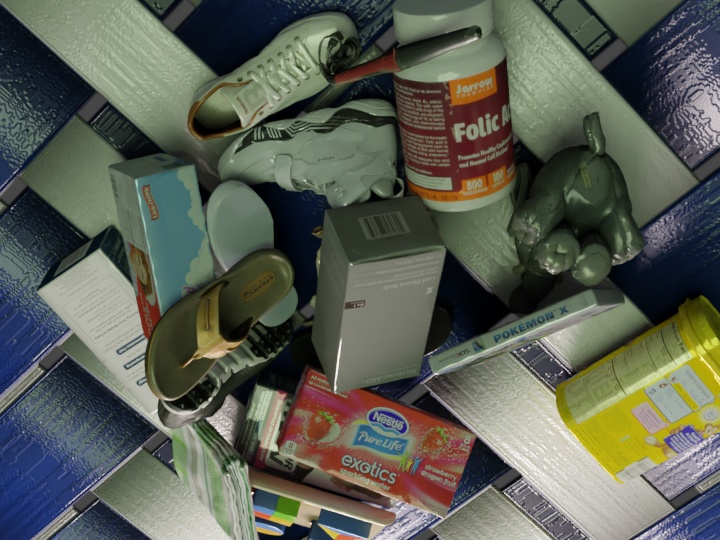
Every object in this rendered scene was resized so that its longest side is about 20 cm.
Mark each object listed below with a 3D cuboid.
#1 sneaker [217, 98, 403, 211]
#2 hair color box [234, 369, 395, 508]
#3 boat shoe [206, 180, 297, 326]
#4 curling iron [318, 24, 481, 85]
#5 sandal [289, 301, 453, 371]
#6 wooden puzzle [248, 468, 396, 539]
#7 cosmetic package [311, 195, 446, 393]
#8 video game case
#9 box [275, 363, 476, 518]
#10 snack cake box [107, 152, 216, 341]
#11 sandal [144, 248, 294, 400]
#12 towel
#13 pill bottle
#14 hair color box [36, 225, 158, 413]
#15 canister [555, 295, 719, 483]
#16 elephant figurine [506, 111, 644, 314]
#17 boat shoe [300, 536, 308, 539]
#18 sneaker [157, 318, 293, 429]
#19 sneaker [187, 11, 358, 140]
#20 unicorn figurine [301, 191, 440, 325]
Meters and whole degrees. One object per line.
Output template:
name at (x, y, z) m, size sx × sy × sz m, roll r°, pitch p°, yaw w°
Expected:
sneaker at (-0.049, -0.096, 1.256) m, size 0.198 × 0.116 × 0.075 m, roll -16°, pitch 157°, yaw 11°
hair color box at (-0.040, 0.197, 1.438) m, size 0.198 × 0.061 × 0.101 m, roll 17°, pitch 101°, yaw -5°
boat shoe at (-0.129, -0.031, 1.323) m, size 0.074 × 0.086 × 0.203 m, roll -37°, pitch 138°, yaw -12°
curling iron at (0.030, -0.205, 1.140) m, size 0.199 × 0.025 × 0.050 m, roll 1°, pitch 112°, yaw 45°
sandal at (0.013, 0.086, 1.401) m, size 0.198 × 0.045 × 0.076 m, roll -15°, pitch 117°, yaw 13°
wooden puzzle at (-0.066, 0.294, 1.461) m, size 0.184 × 0.047 × 0.200 m, roll 17°, pitch 160°, yaw -5°
cosmetic package at (0.014, 0.027, 1.253) m, size 0.106 × 0.091 × 0.201 m, roll -11°, pitch 136°, yaw -16°
video game case at (0.181, 0.062, 1.297) m, size 0.181 × 0.200 × 0.022 m, roll -25°, pitch 82°, yaw 18°
box at (0.015, 0.186, 1.349) m, size 0.199 × 0.095 × 0.100 m, roll 23°, pitch 86°, yaw -5°
snack cake box at (-0.203, -0.015, 1.293) m, size 0.067 × 0.115 × 0.202 m, roll -16°, pitch 108°, yaw -23°
sandal at (-0.138, 0.051, 1.244) m, size 0.200 × 0.054 × 0.081 m, roll -41°, pitch 118°, yaw -20°
towel at (-0.180, 0.238, 1.433) m, size 0.031 × 0.200 × 0.150 m, roll -20°, pitch 121°, yaw -26°
pill bottle at (0.091, -0.171, 1.208) m, size 0.113 × 0.114 × 0.201 m, roll -5°, pitch 120°, yaw 8°
hair color box at (-0.262, 0.058, 1.403) m, size 0.100 × 0.061 × 0.200 m, roll -31°, pitch 112°, yaw 19°
canister at (0.337, 0.139, 1.378) m, size 0.199 × 0.087 × 0.149 m, roll -35°, pitch 111°, yaw 23°
elephant figurine at (0.200, -0.050, 1.271) m, size 0.155 × 0.200 × 0.142 m, roll -39°, pitch 93°, yaw -6°
boat shoe at (-0.094, 0.404, 1.584) m, size 0.199 × 0.061 × 0.074 m, roll -30°, pitch 119°, yaw 21°
sneaker at (-0.157, 0.111, 1.369) m, size 0.066 × 0.200 × 0.091 m, roll 45°, pitch 140°, yaw 10°
sneaker at (-0.089, -0.185, 1.235) m, size 0.199 × 0.085 × 0.073 m, roll -30°, pitch 111°, yaw 19°
unicorn figurine at (0.000, 0.000, 1.334) m, size 0.199 × 0.074 × 0.138 m, roll -21°, pitch 126°, yaw 10°
